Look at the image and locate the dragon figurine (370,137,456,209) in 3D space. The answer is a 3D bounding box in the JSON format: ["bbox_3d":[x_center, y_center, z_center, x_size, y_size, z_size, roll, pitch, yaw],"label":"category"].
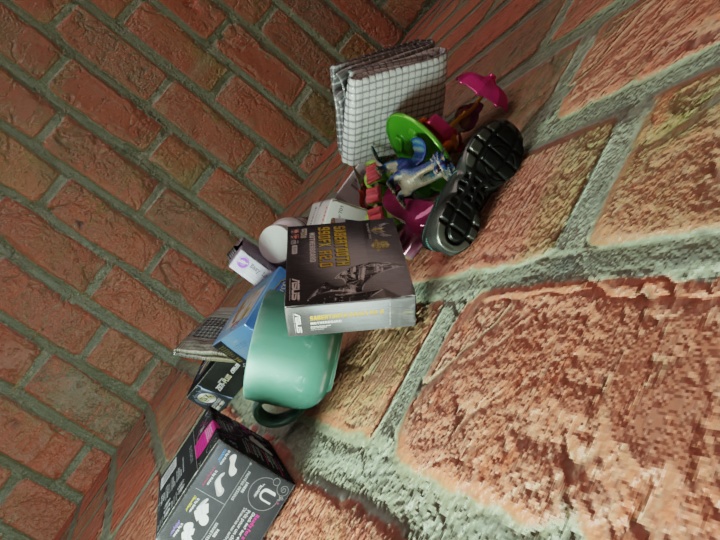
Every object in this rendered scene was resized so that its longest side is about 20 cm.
[{"bbox_3d":[0.079,-0.155,0.835,0.099,0.059,0.200,-35,29,6],"label":"dragon figurine"}]

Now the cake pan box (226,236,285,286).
[{"bbox_3d":[-0.197,0.009,1.232,0.052,0.200,0.184,-52,17,1],"label":"cake pan box"}]

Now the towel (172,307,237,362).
[{"bbox_3d":[-0.279,0.133,1.237,0.199,0.035,0.193,2,26,21],"label":"towel"}]

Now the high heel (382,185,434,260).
[{"bbox_3d":[0.084,-0.108,0.877,0.096,0.067,0.200,-56,17,30],"label":"high heel"}]

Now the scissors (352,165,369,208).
[{"bbox_3d":[0.002,-0.152,1.041,0.200,0.014,0.074,-29,-47,-78],"label":"scissors"}]

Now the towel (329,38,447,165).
[{"bbox_3d":[0.044,-0.276,0.932,0.199,0.086,0.166,-24,-39,-21],"label":"towel"}]

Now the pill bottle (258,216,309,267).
[{"bbox_3d":[-0.145,-0.065,1.277,0.111,0.111,0.200,-48,-11,18],"label":"pill bottle"}]

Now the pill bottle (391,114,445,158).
[{"bbox_3d":[0.084,-0.292,1.222,0.114,0.114,0.200,-59,16,-23],"label":"pill bottle"}]

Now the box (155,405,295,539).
[{"bbox_3d":[-0.181,0.279,0.738,0.133,0.114,0.200,-57,14,-12],"label":"box"}]

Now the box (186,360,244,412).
[{"bbox_3d":[-0.306,0.209,1.330,0.164,0.086,0.200,-49,16,19],"label":"box"}]

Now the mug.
[{"bbox_3d":[-0.089,0.121,0.789,0.185,0.114,0.153,104,177,-52],"label":"mug"}]

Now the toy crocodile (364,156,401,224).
[{"bbox_3d":[0.035,-0.135,0.996,0.067,0.062,0.201,-13,74,42],"label":"toy crocodile"}]

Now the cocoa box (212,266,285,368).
[{"bbox_3d":[-0.163,0.104,1.043,0.200,0.131,0.134,-31,26,55],"label":"cocoa box"}]

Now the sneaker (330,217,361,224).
[{"bbox_3d":[0.000,0.000,0.921,0.201,0.108,0.070,97,169,-45],"label":"sneaker"}]

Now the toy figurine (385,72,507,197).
[{"bbox_3d":[0.155,-0.231,0.918,0.184,0.150,0.200,-42,-12,-12],"label":"toy figurine"}]

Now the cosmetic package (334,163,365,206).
[{"bbox_3d":[-0.001,-0.182,1.259,0.102,0.071,0.200,-53,6,0],"label":"cosmetic package"}]

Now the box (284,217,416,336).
[{"bbox_3d":[-0.019,0.002,0.749,0.200,0.157,0.049,-98,3,-57],"label":"box"}]

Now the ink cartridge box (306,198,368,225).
[{"bbox_3d":[-0.060,-0.057,1.109,0.200,0.085,0.147,-163,90,-73],"label":"ink cartridge box"}]

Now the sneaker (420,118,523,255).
[{"bbox_3d":[0.136,-0.110,0.728,0.201,0.075,0.079,-56,13,-12],"label":"sneaker"}]

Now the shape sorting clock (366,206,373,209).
[{"bbox_3d":[0.037,-0.121,1.123,0.200,0.039,0.200,-48,15,18],"label":"shape sorting clock"}]
